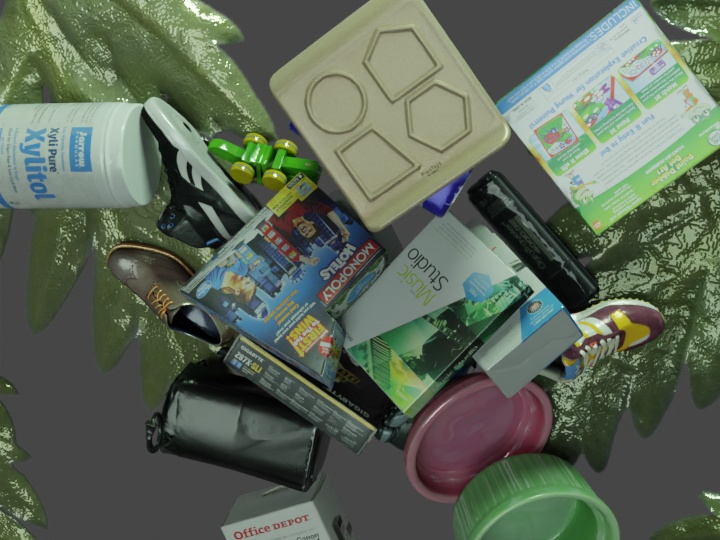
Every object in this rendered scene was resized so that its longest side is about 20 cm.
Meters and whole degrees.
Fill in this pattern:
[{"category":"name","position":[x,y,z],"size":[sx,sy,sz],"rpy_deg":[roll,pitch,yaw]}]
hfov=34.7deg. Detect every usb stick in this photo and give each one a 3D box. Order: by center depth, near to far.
[{"category":"usb stick","position":[0.209,-0.034,1.392],"size":[0.055,0.033,0.200],"rpy_deg":[-39,96,27]}]

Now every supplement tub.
[{"category":"supplement tub","position":[-0.362,-0.142,1.427],"size":[0.199,0.132,0.132],"rpy_deg":[0,107,13]}]

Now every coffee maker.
[{"category":"coffee maker","position":[-0.144,0.206,1.457],"size":[0.199,0.192,0.135],"rpy_deg":[13,123,10]}]

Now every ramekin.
[{"category":"ramekin","position":[0.211,0.323,1.436],"size":[0.199,0.098,0.201],"rpy_deg":[-6,121,-10]}]

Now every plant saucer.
[{"category":"plant saucer","position":[0.140,0.199,1.428],"size":[0.200,0.051,0.201],"rpy_deg":[-13,129,-17]}]

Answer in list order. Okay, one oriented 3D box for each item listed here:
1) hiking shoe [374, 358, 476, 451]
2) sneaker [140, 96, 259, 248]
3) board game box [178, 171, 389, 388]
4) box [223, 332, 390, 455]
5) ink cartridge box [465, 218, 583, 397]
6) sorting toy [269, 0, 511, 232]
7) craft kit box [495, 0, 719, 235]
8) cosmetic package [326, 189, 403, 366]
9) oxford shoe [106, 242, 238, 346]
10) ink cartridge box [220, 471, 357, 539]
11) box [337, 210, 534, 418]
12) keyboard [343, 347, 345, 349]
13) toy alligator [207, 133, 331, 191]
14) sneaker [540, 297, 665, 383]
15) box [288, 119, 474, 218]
[{"category":"hiking shoe","position":[0.103,0.156,1.462],"size":[0.087,0.074,0.200],"rpy_deg":[33,119,-12]},{"category":"sneaker","position":[-0.227,-0.106,1.424],"size":[0.112,0.073,0.200],"rpy_deg":[-36,107,13]},{"category":"board game box","position":[-0.067,0.026,1.319],"size":[0.200,0.062,0.200],"rpy_deg":[-44,69,-5]},{"category":"box","position":[-0.055,0.123,1.430],"size":[0.200,0.160,0.049],"rpy_deg":[35,110,0]},{"category":"ink cartridge box","position":[0.155,0.039,1.360],"size":[0.116,0.200,0.068],"rpy_deg":[-40,133,3]},{"category":"sorting toy","position":[0.030,-0.168,1.194],"size":[0.185,0.036,0.200],"rpy_deg":[-34,93,18]},{"category":"craft kit box","position":[0.292,-0.176,1.324],"size":[0.200,0.049,0.198],"rpy_deg":[-37,94,20]},{"category":"cosmetic package","position":[0.000,0.000,1.419],"size":[0.107,0.090,0.200],"rpy_deg":[-25,103,22]},{"category":"oxford shoe","position":[-0.245,0.030,1.487],"size":[0.200,0.073,0.071],"rpy_deg":[30,111,2]},{"category":"ink cartridge box","position":[-0.080,0.393,1.561],"size":[0.146,0.083,0.200],"rpy_deg":[-20,103,18]},{"category":"box","position":[0.077,0.046,1.308],"size":[0.200,0.036,0.144],"rpy_deg":[-47,60,5]},{"category":"keyboard","position":[-0.045,0.039,1.390],"size":[0.199,0.040,0.104],"rpy_deg":[11,88,12]},{"category":"toy alligator","position":[-0.091,-0.121,1.419],"size":[0.199,0.059,0.054],"rpy_deg":[13,149,8]},{"category":"sneaker","position":[0.266,0.092,1.371],"size":[0.199,0.090,0.075],"rpy_deg":[-9,129,7]},{"category":"box","position":[0.043,-0.166,1.304],"size":[0.200,0.184,0.105],"rpy_deg":[30,109,2]}]
